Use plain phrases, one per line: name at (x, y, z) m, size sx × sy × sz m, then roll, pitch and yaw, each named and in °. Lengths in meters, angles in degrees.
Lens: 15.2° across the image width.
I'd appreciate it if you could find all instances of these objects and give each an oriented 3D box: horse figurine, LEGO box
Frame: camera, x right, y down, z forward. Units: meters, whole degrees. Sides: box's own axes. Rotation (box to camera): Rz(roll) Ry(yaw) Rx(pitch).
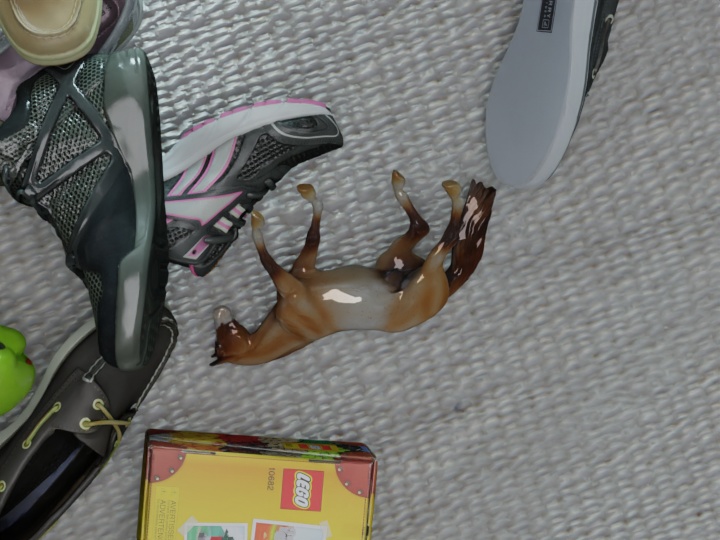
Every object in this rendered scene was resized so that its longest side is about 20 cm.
horse figurine at (0.000, 0.000, 1.743) m, size 0.200 × 0.050 × 0.133 m, roll -11°, pitch 126°, yaw -15°
LEGO box at (-0.073, 0.210, 1.749) m, size 0.149 × 0.077 × 0.200 m, roll 5°, pitch 93°, yaw -7°

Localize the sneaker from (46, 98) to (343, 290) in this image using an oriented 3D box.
sneaker at (-0.099, -0.042, 1.725) m, size 0.200 × 0.080 × 0.086 m, roll -23°, pitch 82°, yaw 8°

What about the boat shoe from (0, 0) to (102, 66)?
boat shoe at (-0.204, -0.223, 1.673) m, size 0.073 × 0.063 × 0.200 m, roll -11°, pitch 68°, yaw -5°

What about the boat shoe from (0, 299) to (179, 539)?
boat shoe at (-0.182, 0.103, 1.726) m, size 0.201 × 0.061 × 0.072 m, roll -48°, pitch 137°, yaw 4°

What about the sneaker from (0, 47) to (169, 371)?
sneaker at (-0.177, -0.034, 1.658) m, size 0.114 × 0.076 × 0.200 m, roll -6°, pitch 83°, yaw 5°

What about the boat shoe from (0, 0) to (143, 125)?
boat shoe at (-0.218, -0.114, 1.716) m, size 0.202 × 0.065 × 0.074 m, roll -42°, pitch 97°, yaw -1°

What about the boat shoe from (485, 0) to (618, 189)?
boat shoe at (0.135, -0.149, 1.754) m, size 0.057 × 0.069 × 0.200 m, roll 5°, pitch 101°, yaw -45°

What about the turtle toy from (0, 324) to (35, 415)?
turtle toy at (-0.301, 0.085, 1.677) m, size 0.200 × 0.146 × 0.101 m, roll -8°, pitch 105°, yaw -6°
